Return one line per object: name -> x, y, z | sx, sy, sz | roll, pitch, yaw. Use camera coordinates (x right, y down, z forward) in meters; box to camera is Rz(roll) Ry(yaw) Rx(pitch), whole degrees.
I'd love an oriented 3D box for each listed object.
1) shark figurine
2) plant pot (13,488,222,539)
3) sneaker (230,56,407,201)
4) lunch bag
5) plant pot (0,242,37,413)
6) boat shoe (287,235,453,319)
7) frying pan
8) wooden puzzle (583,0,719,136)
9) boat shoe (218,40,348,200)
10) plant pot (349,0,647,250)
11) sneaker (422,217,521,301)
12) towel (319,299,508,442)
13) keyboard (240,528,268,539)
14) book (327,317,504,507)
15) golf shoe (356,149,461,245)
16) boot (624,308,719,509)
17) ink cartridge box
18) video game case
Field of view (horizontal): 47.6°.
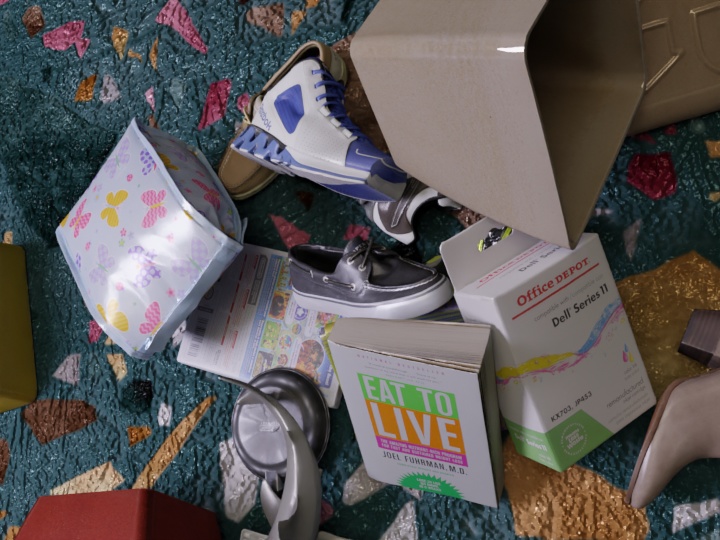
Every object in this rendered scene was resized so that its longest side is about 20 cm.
shark figurine -> -0.072, 0.206, 0.761 | 0.125, 0.089, 0.220 | -4, 87, 16
plant pot -> -0.232, 0.315, 0.784 | 0.195, 0.200, 0.180 | -9, 61, 18
sneaker -> -0.038, -0.147, 0.803 | 0.197, 0.080, 0.117 | 22, 90, 35
lunch bag -> -0.213, -0.027, 0.866 | 0.170, 0.126, 0.201 | -50, 51, 14
plant pot -> -0.522, 0.071, 0.951 | 0.196, 0.176, 0.204 | -18, 71, 15
boat shoe -> 0.000, 0.000, 0.762 | 0.198, 0.069, 0.067 | 6, 121, 50
frying pan -> -0.098, 0.193, 0.832 | 0.113, 0.031, 0.194 | 20, 88, 23
wooden puzzle -> 0.285, -0.238, 0.741 | 0.181, 0.046, 0.204 | -14, 108, 11
boat shoe -> -0.097, -0.170, 0.904 | 0.074, 0.066, 0.201 | 39, 93, 24
plant pot -> 0.110, -0.167, 0.665 | 0.174, 0.201, 0.202 | 11, 57, 34
sneaker -> 0.086, 0.021, 0.791 | 0.198, 0.076, 0.077 | -31, 73, 31
towel -> 0.066, 0.096, 0.764 | 0.196, 0.023, 0.146 | -13, 110, 19
keyboard -> -0.032, 0.303, 0.788 | 0.196, 0.011, 0.058 | 10, 84, 18
book -> 0.053, 0.125, 0.712 | 0.131, 0.202, 0.049 | 6, 46, 21
golf shoe -> 0.088, -0.113, 0.823 | 0.200, 0.078, 0.095 | -46, 75, 14
boot -> 0.321, 0.128, 0.674 | 0.144, 0.070, 0.204 | 22, 86, 22
ink cartridge box -> 0.157, 0.046, 0.683 | 0.116, 0.067, 0.203 | -29, 104, -18
video game case -> -0.095, 0.052, 0.878 | 0.196, 0.018, 0.146 | 12, 82, 23
